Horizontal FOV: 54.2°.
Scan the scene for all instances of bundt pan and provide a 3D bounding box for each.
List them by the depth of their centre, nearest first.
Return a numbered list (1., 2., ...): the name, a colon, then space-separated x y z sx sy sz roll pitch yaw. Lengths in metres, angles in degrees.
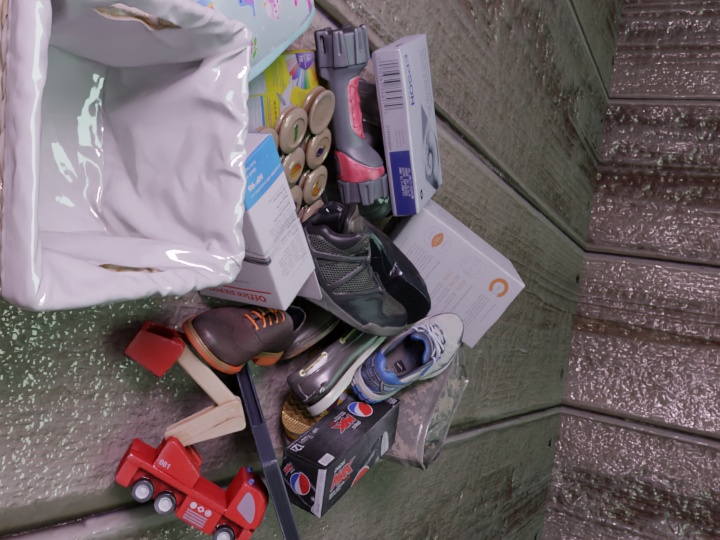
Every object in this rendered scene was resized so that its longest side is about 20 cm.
1. bundt pan: 0.021 -0.163 0.981 0.201 0.074 0.208 -26 120 -59

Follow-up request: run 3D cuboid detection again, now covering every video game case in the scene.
1. video game case: -0.102 0.187 0.755 0.019 0.201 0.146 -17 122 -12

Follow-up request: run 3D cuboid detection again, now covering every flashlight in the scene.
1. flashlight: -0.006 -0.183 0.837 0.068 0.066 0.205 -47 137 -56

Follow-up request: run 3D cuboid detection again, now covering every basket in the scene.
1. basket: -0.195 -0.089 0.497 0.197 0.157 0.206 -9 105 -61

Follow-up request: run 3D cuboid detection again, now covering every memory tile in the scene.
1. memory tile: -0.080 -0.093 0.794 0.153 0.017 0.203 -46 153 -41

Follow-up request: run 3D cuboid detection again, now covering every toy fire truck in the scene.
1. toy fire truck: -0.156 0.157 0.667 0.143 0.198 0.049 -56 -166 -1

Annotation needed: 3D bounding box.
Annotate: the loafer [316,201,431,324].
1. loafer: 0.014 -0.017 0.903 0.200 0.072 0.073 48 23 -25

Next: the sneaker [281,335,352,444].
1. sneaker: -0.044 0.163 0.963 0.201 0.074 0.092 -52 152 -38

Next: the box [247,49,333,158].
1. box: -0.090 -0.185 0.793 0.199 0.047 0.121 -30 123 -55

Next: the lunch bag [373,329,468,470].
1. lunch bag: 0.056 0.195 1.049 0.202 0.160 0.119 -59 148 -36

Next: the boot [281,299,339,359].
1. boot: -0.060 0.018 0.910 0.200 0.074 0.098 -48 115 -36

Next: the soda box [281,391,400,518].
1. soda box: -0.021 0.220 0.884 0.199 0.062 0.073 -26 128 -57

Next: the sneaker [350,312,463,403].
1. sneaker: 0.080 0.108 0.936 0.198 0.078 0.085 -30 169 -36

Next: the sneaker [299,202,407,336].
1. sneaker: 0.000 0.000 0.825 0.197 0.077 0.115 32 106 -27

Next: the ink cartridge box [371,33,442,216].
1. ink cartridge box: 0.072 -0.198 0.919 0.200 0.040 0.205 -55 139 -61

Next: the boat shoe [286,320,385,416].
1. boat shoe: -0.017 0.093 0.904 0.061 0.071 0.202 47 52 -7

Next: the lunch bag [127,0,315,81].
1. lunch bag: -0.122 -0.276 0.630 0.201 0.120 0.173 -50 138 -36

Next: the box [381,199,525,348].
1. box: 0.122 -0.005 1.038 0.125 0.198 0.098 -50 -166 17

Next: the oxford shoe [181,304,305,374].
1. oxford shoe: -0.116 0.056 0.733 0.072 0.072 0.200 -41 168 10

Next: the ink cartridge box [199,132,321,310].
1. ink cartridge box: -0.120 -0.033 0.702 0.068 0.113 0.203 -55 142 -39
